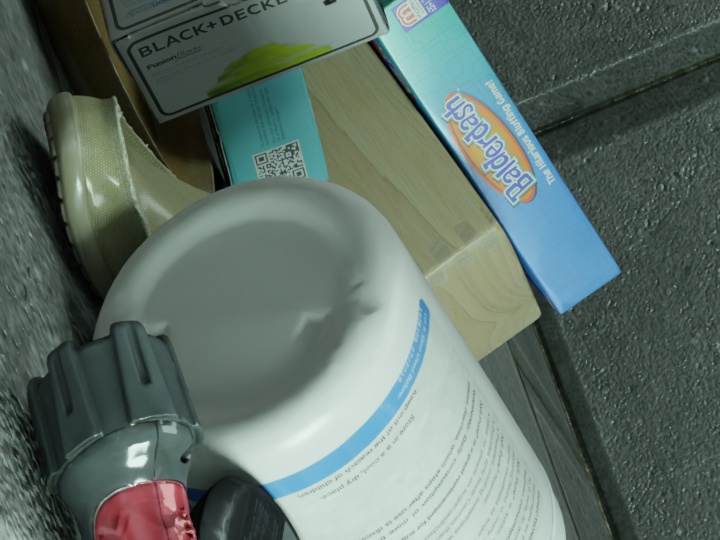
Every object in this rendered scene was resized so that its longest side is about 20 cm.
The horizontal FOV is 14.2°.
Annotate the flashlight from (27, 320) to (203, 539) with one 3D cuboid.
[{"bbox_3d":[-0.056,0.113,0.916,0.068,0.067,0.201,48,22,-63],"label":"flashlight"}]

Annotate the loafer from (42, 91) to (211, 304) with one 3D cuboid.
[{"bbox_3d":[-0.070,-0.005,1.177,0.200,0.068,0.076,62,8,-47],"label":"loafer"}]

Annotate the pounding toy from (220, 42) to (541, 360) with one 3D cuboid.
[{"bbox_3d":[0.000,0.000,1.569,0.185,0.142,0.200,55,-1,21],"label":"pounding toy"}]

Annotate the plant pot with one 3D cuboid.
[{"bbox_3d":[-0.119,-0.117,1.331,0.200,0.027,0.201,-22,90,-83],"label":"plant pot"}]

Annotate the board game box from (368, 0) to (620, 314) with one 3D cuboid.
[{"bbox_3d":[0.054,-0.086,1.567,0.200,0.045,0.152,56,-1,-22],"label":"board game box"}]

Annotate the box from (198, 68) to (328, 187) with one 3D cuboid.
[{"bbox_3d":[-0.072,-0.123,1.461,0.200,0.049,0.083,-116,-170,-51],"label":"box"}]

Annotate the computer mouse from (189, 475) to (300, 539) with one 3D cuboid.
[{"bbox_3d":[-0.033,0.175,1.044,0.200,0.046,0.141,55,34,-47],"label":"computer mouse"}]

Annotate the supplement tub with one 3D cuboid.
[{"bbox_3d":[-0.009,0.069,1.127,0.200,0.131,0.132,57,12,-47],"label":"supplement tub"}]

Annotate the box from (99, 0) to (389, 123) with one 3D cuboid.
[{"bbox_3d":[-0.069,-0.173,1.307,0.060,0.116,0.201,63,6,-50],"label":"box"}]
